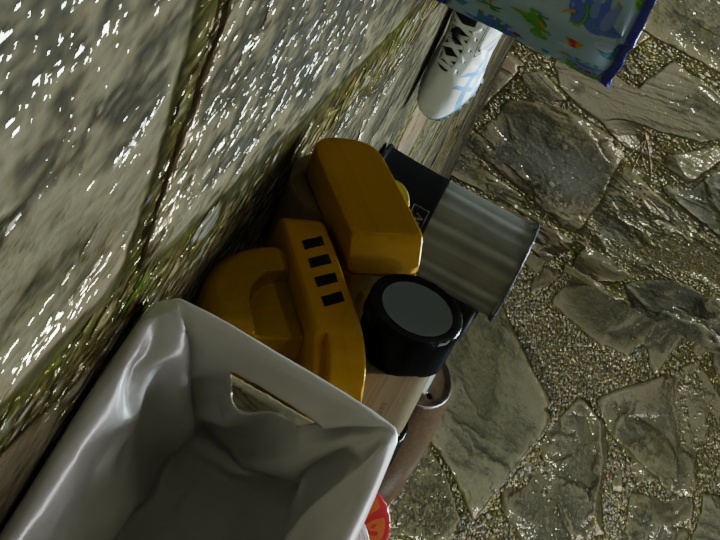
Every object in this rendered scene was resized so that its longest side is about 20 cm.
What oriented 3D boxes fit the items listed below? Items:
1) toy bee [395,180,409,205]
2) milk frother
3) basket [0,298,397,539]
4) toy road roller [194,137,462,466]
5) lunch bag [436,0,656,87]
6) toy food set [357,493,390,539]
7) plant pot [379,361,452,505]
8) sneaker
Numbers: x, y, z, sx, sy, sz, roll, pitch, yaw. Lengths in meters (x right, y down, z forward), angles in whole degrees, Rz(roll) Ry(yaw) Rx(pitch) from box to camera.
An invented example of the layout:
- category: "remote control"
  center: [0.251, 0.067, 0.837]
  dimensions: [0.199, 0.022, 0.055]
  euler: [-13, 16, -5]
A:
- category: "toy bee"
  center: [0.000, 0.000, 0.980]
  dimensions: [0.201, 0.108, 0.132]
  euler: [-59, 177, -45]
- category: "milk frother"
  center: [0.086, -0.037, 1.288]
  dimensions: [0.182, 0.186, 0.200]
  euler: [-63, 176, 33]
- category: "basket"
  center: [-0.088, 0.139, 0.539]
  dimensions: [0.202, 0.134, 0.124]
  euler: [-61, 178, -20]
- category: "toy road roller"
  center: [-0.041, 0.019, 0.686]
  dimensions: [0.202, 0.144, 0.124]
  euler: [-111, -145, -42]
- category: "lunch bag"
  center: [0.174, -0.279, 0.919]
  dimensions: [0.202, 0.168, 0.127]
  euler: [-64, 176, -6]
- category: "toy food set"
  center: [-0.058, 0.180, 0.876]
  dimensions: [0.048, 0.198, 0.202]
  euler: [-24, -147, 42]
- category: "plant pot"
  center: [0.008, 0.156, 1.259]
  dimensions: [0.200, 0.186, 0.188]
  euler: [-48, -174, 40]
- category: "sneaker"
  center: [0.113, -0.249, 1.198]
  dimensions: [0.072, 0.072, 0.201]
  euler: [11, 118, -50]
